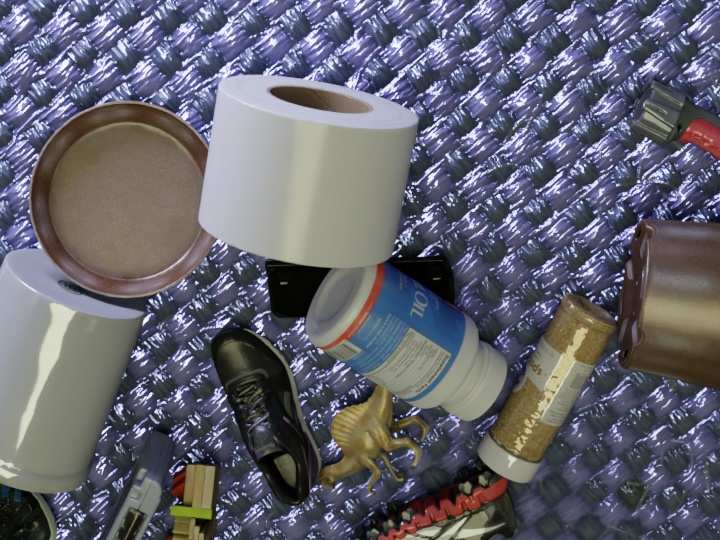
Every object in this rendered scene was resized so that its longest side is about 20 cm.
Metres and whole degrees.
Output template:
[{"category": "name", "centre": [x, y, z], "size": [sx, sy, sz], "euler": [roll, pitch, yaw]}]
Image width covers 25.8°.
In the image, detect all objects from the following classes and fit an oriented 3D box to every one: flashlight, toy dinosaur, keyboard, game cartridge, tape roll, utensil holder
[{"category": "flashlight", "centre": [0.365, -0.118, 1.580], "size": [0.199, 0.068, 0.068], "euler": [26, 107, -6]}, {"category": "toy dinosaur", "centre": [0.021, 0.170, 1.689], "size": [0.100, 0.058, 0.201], "euler": [25, 106, -3]}, {"category": "keyboard", "centre": [0.000, 0.000, 1.660], "size": [0.198, 0.040, 0.105], "euler": [-2, 129, 3]}, {"category": "game cartridge", "centre": [-0.256, 0.278, 1.696], "size": [0.041, 0.133, 0.201], "euler": [24, 108, -12]}, {"category": "tape roll", "centre": [-0.052, -0.101, 1.539], "size": [0.201, 0.203, 0.141], "euler": [11, 108, 0]}, {"category": "utensil holder", "centre": [-0.329, 0.101, 1.632], "size": [0.169, 0.170, 0.202], "euler": [22, 105, -3]}]

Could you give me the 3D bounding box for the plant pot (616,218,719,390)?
[{"category": "plant pot", "centre": [0.363, 0.037, 1.554], "size": [0.196, 0.200, 0.202], "euler": [8, 107, 0]}]

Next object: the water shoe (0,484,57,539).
[{"category": "water shoe", "centre": [-0.418, 0.246, 1.724], "size": [0.071, 0.079, 0.200], "euler": [-40, 101, 13]}]

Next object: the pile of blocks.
[{"category": "pile of blocks", "centre": [-0.193, 0.301, 1.726], "size": [0.061, 0.082, 0.202], "euler": [5, 107, 2]}]

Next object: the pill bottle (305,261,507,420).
[{"category": "pill bottle", "centre": [0.051, 0.073, 1.621], "size": [0.199, 0.112, 0.113], "euler": [32, 106, -23]}]

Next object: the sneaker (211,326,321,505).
[{"category": "sneaker", "centre": [-0.099, 0.156, 1.675], "size": [0.075, 0.088, 0.201], "euler": [-25, 103, 10]}]

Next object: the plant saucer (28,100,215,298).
[{"category": "plant saucer", "centre": [-0.240, -0.072, 1.619], "size": [0.198, 0.034, 0.203], "euler": [0, 87, -6]}]

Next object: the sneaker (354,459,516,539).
[{"category": "sneaker", "centre": [0.083, 0.288, 1.712], "size": [0.199, 0.071, 0.099], "euler": [-26, 101, 9]}]

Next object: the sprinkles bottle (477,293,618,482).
[{"category": "sprinkles bottle", "centre": [0.198, 0.125, 1.660], "size": [0.068, 0.068, 0.201], "euler": [26, 106, -5]}]
